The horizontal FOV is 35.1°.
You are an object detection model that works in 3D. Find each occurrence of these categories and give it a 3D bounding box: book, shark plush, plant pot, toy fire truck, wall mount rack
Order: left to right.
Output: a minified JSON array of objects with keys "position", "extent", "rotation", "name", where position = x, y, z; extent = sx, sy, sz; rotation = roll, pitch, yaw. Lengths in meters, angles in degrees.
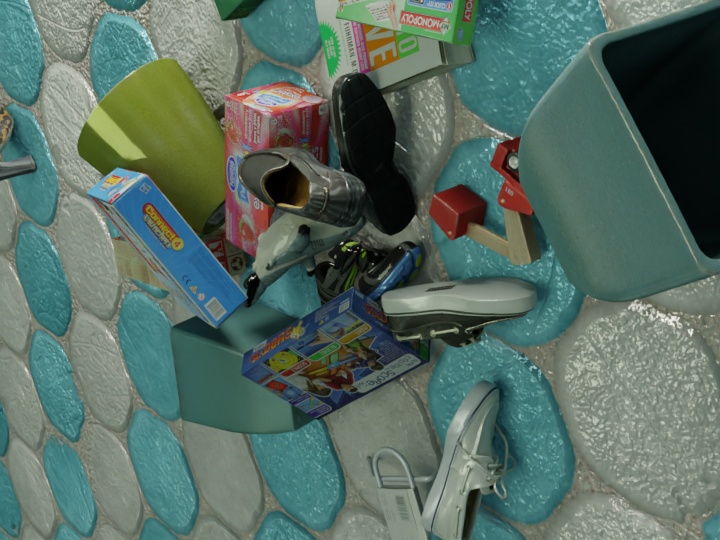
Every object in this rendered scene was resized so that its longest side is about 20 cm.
[{"position":[-0.250,-0.151,1.553],"extent":[0.200,0.187,0.187],"rotation":[45,138,7],"name":"plant pot"},{"position":[-0.137,0.139,1.555],"extent":[0.198,0.141,0.143],"rotation":[12,115,40],"name":"plant pot"},{"position":[-0.081,-0.011,1.370],"extent":[0.201,0.083,0.091],"rotation":[-52,34,22],"name":"shark plush"},{"position":[0.029,-0.268,1.252],"extent":[0.199,0.048,0.135],"rotation":[-11,91,53],"name":"book"},{"position":[0.060,0.308,1.443],"extent":[0.173,0.074,0.202],"rotation":[-9,99,48],"name":"wall mount rack"},{"position":[0.166,-0.057,1.167],"extent":[0.200,0.048,0.142],"rotation":[44,135,29],"name":"toy fire truck"},{"position":[0.245,-0.081,0.955],"extent":[0.198,0.194,0.200],"rotation":[64,150,8],"name":"plant pot"}]

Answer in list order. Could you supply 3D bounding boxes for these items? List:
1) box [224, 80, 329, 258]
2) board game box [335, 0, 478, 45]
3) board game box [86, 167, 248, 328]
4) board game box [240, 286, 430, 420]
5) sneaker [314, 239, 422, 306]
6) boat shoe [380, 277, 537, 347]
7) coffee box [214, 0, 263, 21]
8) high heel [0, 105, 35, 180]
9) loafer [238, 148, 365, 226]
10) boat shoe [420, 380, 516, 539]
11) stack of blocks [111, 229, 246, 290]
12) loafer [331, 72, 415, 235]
[{"position":[-0.107,-0.124,1.430],"extent":[0.095,0.099,0.202],"rotation":[28,127,40],"name":"box"},{"position":[0.050,-0.312,1.159],"extent":[0.199,0.029,0.136],"rotation":[27,113,49],"name":"board game box"},{"position":[-0.247,-0.033,1.435],"extent":[0.201,0.056,0.195],"rotation":[53,168,-20],"name":"board game box"},{"position":[-0.031,0.106,1.381],"extent":[0.199,0.135,0.035],"rotation":[-31,38,35],"name":"board game box"},{"position":[0.000,0.000,1.376],"extent":[0.199,0.070,0.083],"rotation":[-21,95,55],"name":"sneaker"},{"position":[0.112,0.048,1.253],"extent":[0.198,0.070,0.064],"rotation":[-4,106,43],"name":"boat shoe"},{"position":[-0.129,-0.403,1.381],"extent":[0.199,0.044,0.124],"rotation":[-29,82,52],"name":"coffee box"},{"position":[-0.698,-0.238,2.067],"extent":[0.201,0.142,0.072],"rotation":[52,139,21],"name":"high heel"},{"position":[-0.081,-0.101,1.266],"extent":[0.199,0.072,0.074],"rotation":[17,97,47],"name":"loafer"},{"position":[0.136,0.229,1.296],"extent":[0.086,0.074,0.204],"rotation":[28,109,29],"name":"boat shoe"},{"position":[-0.266,-0.023,1.655],"extent":[0.199,0.114,0.059],"rotation":[12,115,53],"name":"stack of blocks"},{"position":[0.000,-0.133,1.289],"extent":[0.072,0.072,0.202],"rotation":[28,141,48],"name":"loafer"}]
